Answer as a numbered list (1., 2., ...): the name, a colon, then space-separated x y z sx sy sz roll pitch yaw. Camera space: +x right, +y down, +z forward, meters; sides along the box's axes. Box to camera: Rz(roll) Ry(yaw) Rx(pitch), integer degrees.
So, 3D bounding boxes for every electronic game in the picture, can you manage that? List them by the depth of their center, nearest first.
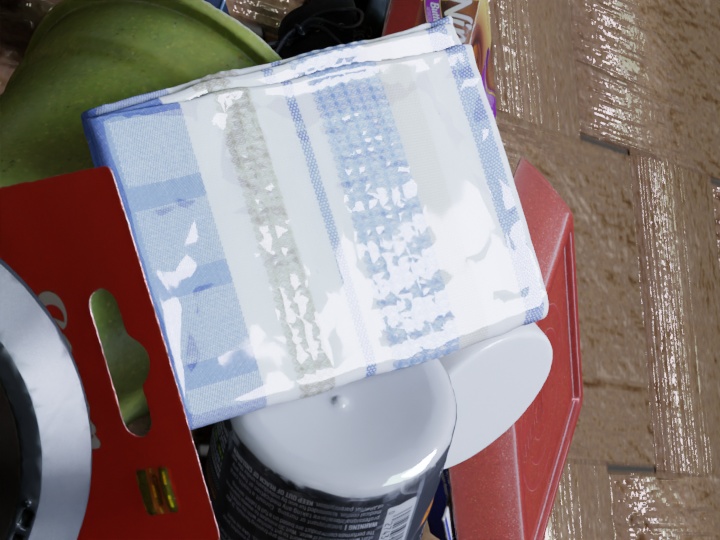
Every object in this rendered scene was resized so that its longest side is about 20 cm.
1. electronic game: -0.204 0.070 0.885 0.042 0.200 0.200 -110 -176 -79

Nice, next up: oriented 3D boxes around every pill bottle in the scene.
1. pill bottle: -0.024 0.115 1.067 0.200 0.106 0.106 105 5 -50
2. pill bottle: 0.000 0.000 1.160 0.200 0.116 0.116 48 18 29

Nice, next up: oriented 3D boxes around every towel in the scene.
1. towel: -0.016 -0.023 0.996 0.200 0.024 0.147 -17 87 -31

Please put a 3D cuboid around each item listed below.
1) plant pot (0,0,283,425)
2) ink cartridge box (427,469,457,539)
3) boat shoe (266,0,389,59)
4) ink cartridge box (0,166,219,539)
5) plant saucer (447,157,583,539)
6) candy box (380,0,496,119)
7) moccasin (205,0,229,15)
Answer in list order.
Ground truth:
1. plant pot: -0.131 -0.002 1.034 0.184 0.200 0.201 -44 119 -41
2. ink cartridge box: 0.063 0.086 1.340 0.095 0.037 0.200 78 22 -51
3. boat shoe: -0.023 -0.124 1.338 0.062 0.075 0.200 66 28 -20
4. ink cartridge box: -0.169 0.054 0.919 0.047 0.200 0.160 -32 109 -60
5. plant saucer: 0.093 0.072 1.319 0.200 0.037 0.200 -68 159 -44
6. candy box: 0.041 -0.083 1.350 0.200 0.056 0.117 74 28 -69
7. moccasin: -0.092 -0.109 1.170 0.200 0.080 0.068 22 58 -73
